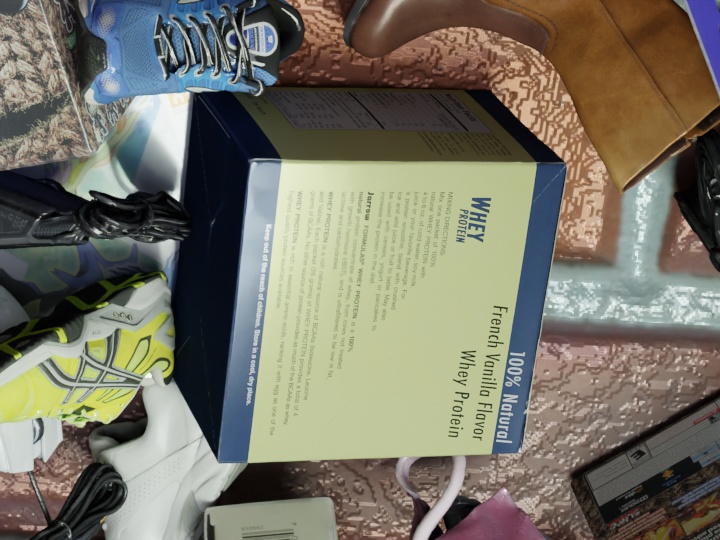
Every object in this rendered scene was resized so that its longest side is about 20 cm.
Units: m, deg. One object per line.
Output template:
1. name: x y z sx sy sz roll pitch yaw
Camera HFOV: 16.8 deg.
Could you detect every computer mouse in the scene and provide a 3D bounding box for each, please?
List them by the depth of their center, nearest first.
1. computer mouse: -0.210 -0.039 1.463 0.200 0.138 0.053 -3 90 15
2. computer mouse: -0.213 0.086 1.511 0.044 0.110 0.200 -16 102 39

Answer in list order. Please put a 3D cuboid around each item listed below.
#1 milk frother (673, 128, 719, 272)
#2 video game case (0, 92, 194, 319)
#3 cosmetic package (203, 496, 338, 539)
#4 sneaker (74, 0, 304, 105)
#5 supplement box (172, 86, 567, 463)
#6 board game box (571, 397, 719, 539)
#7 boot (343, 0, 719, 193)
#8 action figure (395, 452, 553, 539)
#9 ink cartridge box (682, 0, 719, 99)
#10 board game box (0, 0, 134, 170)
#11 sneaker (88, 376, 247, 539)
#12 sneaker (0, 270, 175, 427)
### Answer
1. milk frother: 0.295 -0.059 1.501 0.188 0.200 0.181 -34 110 7
2. video game case: -0.171 -0.020 1.547 0.200 0.022 0.183 -18 114 0
3. cosmetic package: -0.056 0.248 1.594 0.087 0.104 0.200 -4 138 -4
4. sneaker: -0.096 -0.139 1.408 0.089 0.200 0.079 4 104 26
5. supplement box: 0.000 0.000 1.502 0.199 0.134 0.200 -1 114 -18
6. board game box: 0.246 0.180 1.586 0.159 0.200 0.097 -30 114 6
7. boot: 0.110 -0.127 1.461 0.188 0.068 0.200 -31 71 -4
8. action figure: 0.041 0.212 1.482 0.200 0.134 0.149 -38 102 -33
9. ink cartridge box: 0.288 -0.148 1.443 0.200 0.198 0.043 -1 149 -26
10. board game box: -0.240 -0.163 1.410 0.159 0.097 0.200 -9 115 18
11. sneaker: -0.141 0.146 1.604 0.099 0.078 0.200 31 114 7
12. sneaker: -0.177 0.063 1.470 0.075 0.200 0.077 -7 105 42
